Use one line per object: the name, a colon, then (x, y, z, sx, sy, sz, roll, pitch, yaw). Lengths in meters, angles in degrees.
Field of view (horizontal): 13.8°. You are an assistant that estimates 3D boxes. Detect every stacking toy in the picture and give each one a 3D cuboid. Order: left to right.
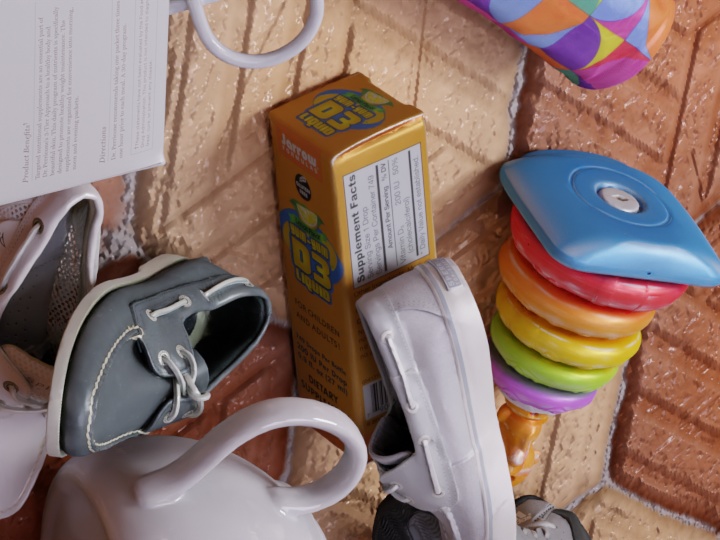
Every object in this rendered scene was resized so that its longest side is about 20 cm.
stacking toy: (0.111, 0.041, 1.688, 0.116, 0.110, 0.200, 6, 121, -27)

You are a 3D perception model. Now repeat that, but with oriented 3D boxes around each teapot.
teapot: (-0.071, 0.168, 1.509, 0.146, 0.200, 0.198, -8, 88, -21)

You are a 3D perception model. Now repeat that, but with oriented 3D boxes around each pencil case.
pencil case: (0.083, -0.167, 1.547, 0.200, 0.088, 0.088, 33, 90, -47)

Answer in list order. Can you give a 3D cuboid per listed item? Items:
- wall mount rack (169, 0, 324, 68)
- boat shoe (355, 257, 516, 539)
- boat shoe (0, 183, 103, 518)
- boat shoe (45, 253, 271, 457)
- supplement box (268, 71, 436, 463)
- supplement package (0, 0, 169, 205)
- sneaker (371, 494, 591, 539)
wall mount rack: (-0.042, -0.202, 1.398, 0.173, 0.075, 0.200, -17, 127, -5)
boat shoe: (0.037, 0.088, 1.572, 0.068, 0.072, 0.200, -18, 130, -11)
boat shoe: (-0.166, 0.041, 1.457, 0.071, 0.069, 0.200, -7, 118, -38)
boat shoe: (-0.098, 0.041, 1.451, 0.200, 0.062, 0.073, -46, 146, -67)
supplement box: (0.000, 0.000, 1.581, 0.069, 0.067, 0.200, -23, 126, -28)
supplement package: (-0.201, -0.135, 1.271, 0.200, 0.147, 0.192, -16, 123, -34)
sneaker: (0.078, 0.163, 1.730, 0.075, 0.116, 0.200, -34, 122, 24)
